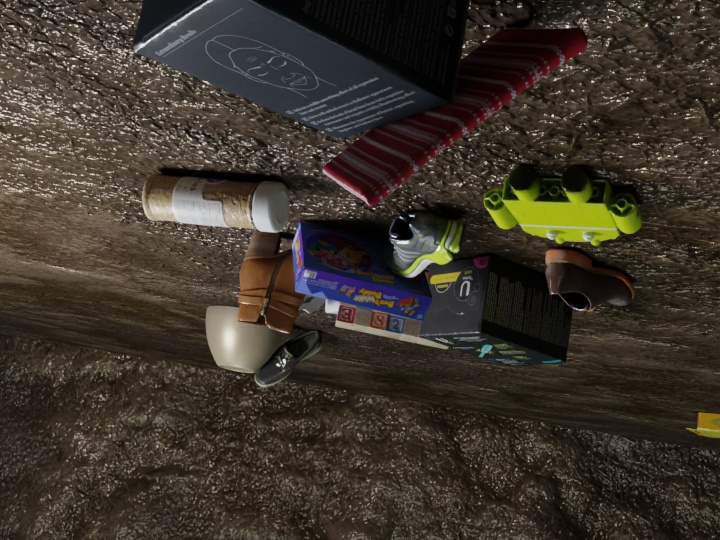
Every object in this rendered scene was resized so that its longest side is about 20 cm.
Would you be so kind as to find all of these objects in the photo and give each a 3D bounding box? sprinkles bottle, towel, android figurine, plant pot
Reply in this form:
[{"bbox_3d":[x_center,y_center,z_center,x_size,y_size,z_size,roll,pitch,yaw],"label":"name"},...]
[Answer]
[{"bbox_3d":[-0.199,-0.094,1.348,0.198,0.069,0.068,6,166,19],"label":"sprinkles bottle"},{"bbox_3d":[0.067,-0.121,0.746,0.023,0.200,0.145,54,176,-19],"label":"towel"},{"bbox_3d":[0.244,-0.072,1.174,0.181,0.041,0.200,4,164,23],"label":"android figurine"},{"bbox_3d":[-0.291,0.176,2.404,0.199,0.136,0.200,9,167,2],"label":"plant pot"}]

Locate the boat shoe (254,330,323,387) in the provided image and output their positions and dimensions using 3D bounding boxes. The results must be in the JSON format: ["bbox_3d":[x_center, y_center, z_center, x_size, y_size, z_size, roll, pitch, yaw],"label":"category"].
[{"bbox_3d":[-0.181,0.211,2.439,0.072,0.200,0.066,49,163,24],"label":"boat shoe"}]

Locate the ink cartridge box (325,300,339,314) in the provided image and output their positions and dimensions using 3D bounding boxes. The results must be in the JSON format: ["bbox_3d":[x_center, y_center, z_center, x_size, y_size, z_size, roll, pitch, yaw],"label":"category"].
[{"bbox_3d":[0.060,0.068,1.874,0.199,0.044,0.198,11,168,-23],"label":"ink cartridge box"}]

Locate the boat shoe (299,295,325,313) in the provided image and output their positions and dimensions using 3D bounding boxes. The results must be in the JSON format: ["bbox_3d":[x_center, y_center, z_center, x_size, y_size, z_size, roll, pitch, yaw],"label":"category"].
[{"bbox_3d":[-0.121,0.026,1.826,0.093,0.075,0.200,40,-172,13],"label":"boat shoe"}]

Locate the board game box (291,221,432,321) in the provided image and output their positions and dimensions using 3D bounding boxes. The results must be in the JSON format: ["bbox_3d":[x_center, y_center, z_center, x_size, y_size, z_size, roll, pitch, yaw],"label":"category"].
[{"bbox_3d":[0.000,0.000,1.472,0.199,0.045,0.135,14,-151,-14],"label":"board game box"}]

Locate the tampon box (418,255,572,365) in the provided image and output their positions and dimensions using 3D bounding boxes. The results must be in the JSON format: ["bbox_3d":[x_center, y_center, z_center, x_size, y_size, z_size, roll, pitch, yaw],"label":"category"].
[{"bbox_3d":[0.220,0.068,1.579,0.199,0.127,0.149,20,163,-34],"label":"tampon box"}]

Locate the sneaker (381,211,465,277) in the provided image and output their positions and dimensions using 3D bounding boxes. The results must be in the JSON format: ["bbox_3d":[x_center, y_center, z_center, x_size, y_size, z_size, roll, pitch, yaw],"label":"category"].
[{"bbox_3d":[0.073,-0.046,1.378,0.081,0.074,0.200,29,159,-15],"label":"sneaker"}]

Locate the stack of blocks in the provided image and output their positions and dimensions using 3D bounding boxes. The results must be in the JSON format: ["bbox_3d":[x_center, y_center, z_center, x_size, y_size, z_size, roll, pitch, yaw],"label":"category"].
[{"bbox_3d":[0.065,0.055,1.669,0.198,0.116,0.059,11,167,-1],"label":"stack of blocks"}]

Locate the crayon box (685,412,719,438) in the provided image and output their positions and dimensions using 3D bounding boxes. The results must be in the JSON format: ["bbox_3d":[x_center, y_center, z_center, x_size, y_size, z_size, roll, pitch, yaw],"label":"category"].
[{"bbox_3d":[0.994,0.422,2.643,0.199,0.051,0.127,0,163,36],"label":"crayon box"}]

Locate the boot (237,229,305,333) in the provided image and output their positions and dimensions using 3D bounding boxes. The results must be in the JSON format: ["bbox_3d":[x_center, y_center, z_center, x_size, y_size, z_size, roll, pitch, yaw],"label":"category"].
[{"bbox_3d":[-0.099,0.023,1.569,0.198,0.157,0.077,9,167,4],"label":"boot"}]

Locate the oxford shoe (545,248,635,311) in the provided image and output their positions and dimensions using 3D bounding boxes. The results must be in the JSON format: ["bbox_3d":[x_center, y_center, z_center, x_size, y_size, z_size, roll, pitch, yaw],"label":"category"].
[{"bbox_3d":[0.336,0.030,1.448,0.199,0.073,0.071,20,163,-38],"label":"oxford shoe"}]

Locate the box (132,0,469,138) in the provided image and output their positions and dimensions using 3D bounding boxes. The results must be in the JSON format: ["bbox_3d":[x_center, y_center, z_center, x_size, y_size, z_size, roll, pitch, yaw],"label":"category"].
[{"bbox_3d":[-0.042,-0.193,0.732,0.199,0.108,0.148,18,164,-35],"label":"box"}]
